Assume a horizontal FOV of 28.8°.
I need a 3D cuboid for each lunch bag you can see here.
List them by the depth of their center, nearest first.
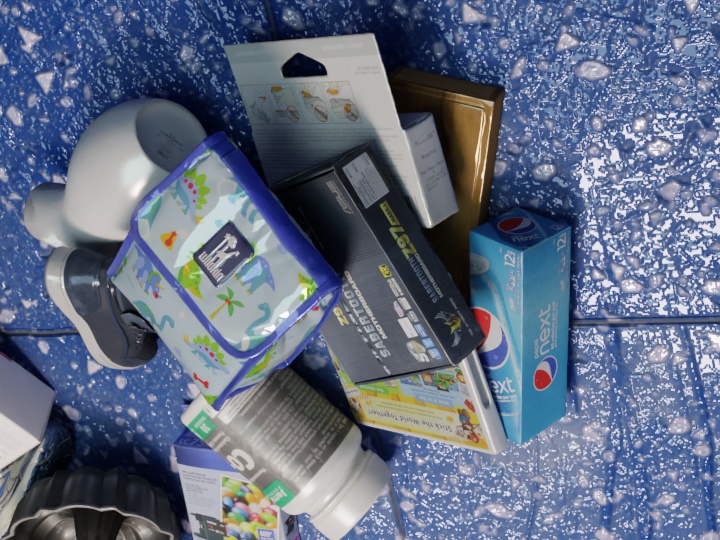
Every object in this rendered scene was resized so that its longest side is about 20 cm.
[{"bbox_3d":[-0.111,-0.001,1.208,0.170,0.127,0.200,50,139,8],"label":"lunch bag"}]

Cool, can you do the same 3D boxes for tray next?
[{"bbox_3d":[0.066,-0.075,1.256,0.099,0.037,0.200,15,121,16],"label":"tray"}]

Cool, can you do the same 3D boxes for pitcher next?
[{"bbox_3d":[-0.208,-0.068,1.347,0.171,0.121,0.200,33,139,-21],"label":"pitcher"}]

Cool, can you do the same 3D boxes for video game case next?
[{"bbox_3d":[0.037,0.077,1.315,0.200,0.023,0.182,5,122,49],"label":"video game case"}]

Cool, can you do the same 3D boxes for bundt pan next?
[{"bbox_3d":[-0.294,0.286,1.562,0.202,0.076,0.202,-1,138,-1],"label":"bundt pan"}]

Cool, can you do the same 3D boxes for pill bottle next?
[{"bbox_3d":[-0.071,0.171,1.407,0.200,0.113,0.113,41,126,-1],"label":"pill bottle"}]

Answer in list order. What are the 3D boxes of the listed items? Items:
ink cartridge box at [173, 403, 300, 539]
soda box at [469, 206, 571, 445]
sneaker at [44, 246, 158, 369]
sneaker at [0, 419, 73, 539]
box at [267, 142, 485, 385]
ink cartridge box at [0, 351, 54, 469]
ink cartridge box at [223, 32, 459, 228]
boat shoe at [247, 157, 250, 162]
[{"bbox_3d":[-0.134,0.241,1.520,0.119,0.042,0.200,4,117,22],"label":"ink cartridge box"},{"bbox_3d":[0.143,0.050,1.260,0.064,0.068,0.200,24,128,41],"label":"soda box"},{"bbox_3d":[-0.204,0.045,1.383,0.146,0.077,0.202,2,154,17],"label":"sneaker"},{"bbox_3d":[-0.401,0.235,1.617,0.085,0.077,0.200,38,124,9],"label":"sneaker"},{"bbox_3d":[0.000,0.000,1.222,0.158,0.051,0.200,-16,108,56],"label":"box"},{"bbox_3d":[-0.465,0.167,1.563,0.200,0.083,0.146,-33,121,27],"label":"ink cartridge box"},{"bbox_3d":[-0.020,-0.125,1.224,0.200,0.044,0.174,5,119,46],"label":"ink cartridge box"},{"bbox_3d":[-0.101,-0.021,1.346,0.066,0.075,0.200,-1,110,-7],"label":"boat shoe"}]
